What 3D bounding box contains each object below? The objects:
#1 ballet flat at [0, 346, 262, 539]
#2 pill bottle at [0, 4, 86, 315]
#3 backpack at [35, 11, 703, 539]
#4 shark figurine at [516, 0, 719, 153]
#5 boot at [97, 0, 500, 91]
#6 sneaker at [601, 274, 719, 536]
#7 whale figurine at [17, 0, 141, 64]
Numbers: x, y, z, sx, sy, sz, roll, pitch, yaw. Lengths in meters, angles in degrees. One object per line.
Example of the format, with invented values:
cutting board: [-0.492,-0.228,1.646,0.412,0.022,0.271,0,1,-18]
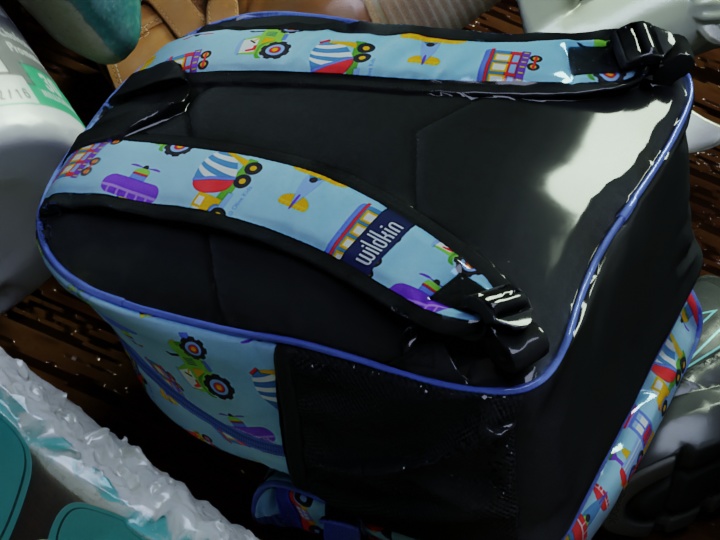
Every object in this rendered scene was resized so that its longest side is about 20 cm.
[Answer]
ballet flat: [-0.097,0.078,0.985,0.199,0.072,0.072,35,52,13]
pill bottle: [-0.186,-0.079,1.049,0.113,0.113,0.200,-21,60,-27]
backpack: [0.000,0.000,0.984,0.199,0.135,0.183,11,45,21]
shark figurine: [0.125,-0.084,1.156,0.213,0.089,0.129,-10,88,-11]
boot: [-0.032,-0.112,1.144,0.155,0.077,0.200,-28,32,2]
sneaker: [0.157,0.029,1.068,0.199,0.076,0.079,-14,54,-24]
whale figurine: [-0.114,-0.168,1.088,0.103,0.159,0.201,-34,44,10]
